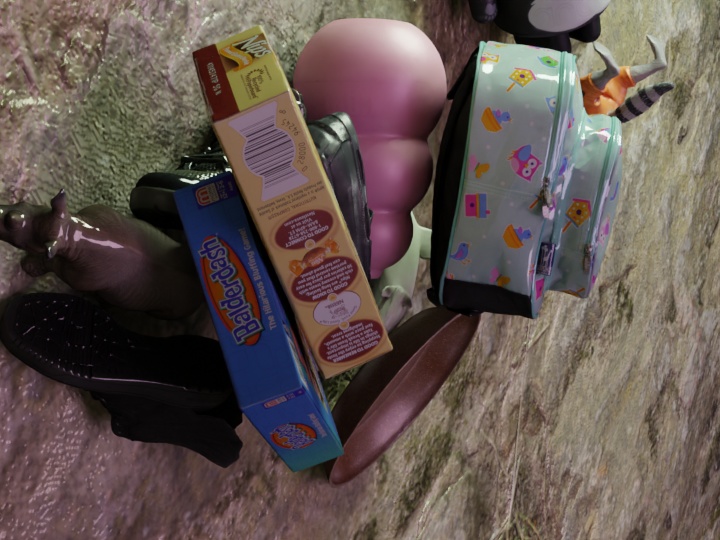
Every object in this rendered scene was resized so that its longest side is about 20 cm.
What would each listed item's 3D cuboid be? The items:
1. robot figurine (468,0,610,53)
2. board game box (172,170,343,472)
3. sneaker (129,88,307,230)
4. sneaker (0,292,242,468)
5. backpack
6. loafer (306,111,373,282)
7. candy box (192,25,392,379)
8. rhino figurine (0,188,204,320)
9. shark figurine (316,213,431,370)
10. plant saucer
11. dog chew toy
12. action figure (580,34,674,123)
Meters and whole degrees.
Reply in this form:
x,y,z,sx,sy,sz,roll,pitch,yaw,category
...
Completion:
x,y,z,sx,sy,sz,roll,pitch,yaw,category
0.170,-0.302,1.356,0.151,0.123,0.202,-69,149,-49,robot figurine
-0.066,0.042,0.977,0.200,0.044,0.154,69,2,-69,board game box
-0.098,-0.081,1.045,0.199,0.075,0.116,-1,96,-59,sneaker
-0.160,0.080,0.984,0.198,0.104,0.061,16,53,-22,sneaker
0.130,-0.078,1.135,0.176,0.151,0.203,-57,149,-71,backpack
-0.016,-0.024,1.073,0.070,0.068,0.202,-40,138,-35,loafer
-0.044,-0.044,0.934,0.116,0.055,0.202,-112,-179,-59,candy box
-0.173,-0.013,0.932,0.199,0.087,0.061,28,74,-55,rhino figurine
0.005,0.022,1.226,0.127,0.089,0.216,31,58,-19,shark figurine
0.028,0.100,1.244,0.200,0.037,0.201,-46,165,-16,plant saucer
0.005,-0.095,1.142,0.124,0.123,0.203,-1,94,-56,dog chew toy
0.218,-0.139,1.444,0.200,0.104,0.194,-35,160,-53,action figure
